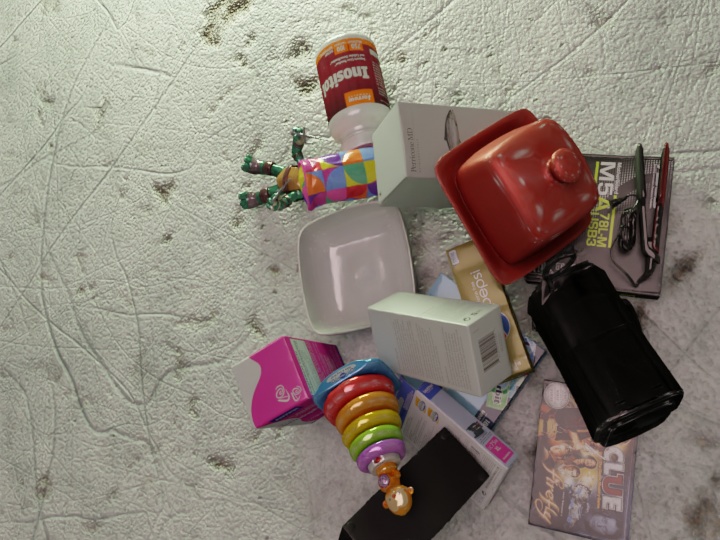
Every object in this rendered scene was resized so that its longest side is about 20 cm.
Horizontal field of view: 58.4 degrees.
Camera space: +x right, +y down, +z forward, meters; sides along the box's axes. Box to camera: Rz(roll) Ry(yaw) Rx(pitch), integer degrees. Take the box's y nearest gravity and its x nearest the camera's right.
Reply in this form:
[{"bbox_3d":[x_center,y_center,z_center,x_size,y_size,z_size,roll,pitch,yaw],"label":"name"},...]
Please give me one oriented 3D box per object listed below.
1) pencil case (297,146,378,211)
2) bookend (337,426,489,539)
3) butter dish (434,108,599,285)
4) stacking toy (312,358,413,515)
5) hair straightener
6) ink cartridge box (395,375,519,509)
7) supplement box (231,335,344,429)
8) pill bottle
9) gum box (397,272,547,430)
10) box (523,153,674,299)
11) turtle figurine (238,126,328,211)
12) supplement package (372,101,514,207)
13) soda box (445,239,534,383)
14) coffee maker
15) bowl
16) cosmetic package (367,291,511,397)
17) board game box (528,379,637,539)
[{"bbox_3d":[-0.003,-0.152,1.045,0.196,0.089,0.090,-9,74,-10],"label":"pencil case"},{"bbox_3d":[0.067,0.355,0.933,0.198,0.201,0.092,-37,69,-25],"label":"bookend"},{"bbox_3d":[0.234,-0.116,0.853,0.198,0.148,0.202,-32,91,-21],"label":"butter dish"},{"bbox_3d":[0.021,0.231,0.863,0.115,0.110,0.202,-30,50,8],"label":"stacking toy"},{"bbox_3d":[0.384,-0.079,0.903,0.075,0.041,0.205,6,87,21],"label":"hair straightener"},{"bbox_3d":[0.129,0.244,0.949,0.199,0.042,0.121,37,139,23],"label":"ink cartridge box"},{"bbox_3d":[-0.097,0.175,1.001,0.100,0.200,0.105,-30,70,14],"label":"supplement box"},{"bbox_3d":[-0.007,-0.289,1.104,0.111,0.113,0.204,-18,74,18],"label":"pill bottle"},{"bbox_3d":[0.156,0.133,0.993,0.199,0.044,0.171,37,94,24],"label":"gum box"},{"bbox_3d":[0.351,-0.069,0.953,0.189,0.047,0.205,7,83,24],"label":"box"},{"bbox_3d":[-0.128,-0.162,1.137,0.197,0.100,0.153,-2,64,37],"label":"turtle figurine"},{"bbox_3d":[0.129,-0.168,0.970,0.196,0.117,0.120,-1,77,-20],"label":"supplement package"},{"bbox_3d":[0.188,0.059,0.934,0.063,0.068,0.204,-20,72,15],"label":"soda box"},{"bbox_3d":[0.302,0.106,0.829,0.134,0.191,0.202,-37,53,20],"label":"coffee maker"},{"bbox_3d":[0.000,0.000,1.066,0.196,0.074,0.204,-15,75,19],"label":"bowl"},{"bbox_3d":[0.105,0.096,0.894,0.198,0.071,0.103,7,115,50],"label":"cosmetic package"},{"bbox_3d":[0.315,0.266,0.907,0.133,0.035,0.205,5,82,22],"label":"board game box"}]
